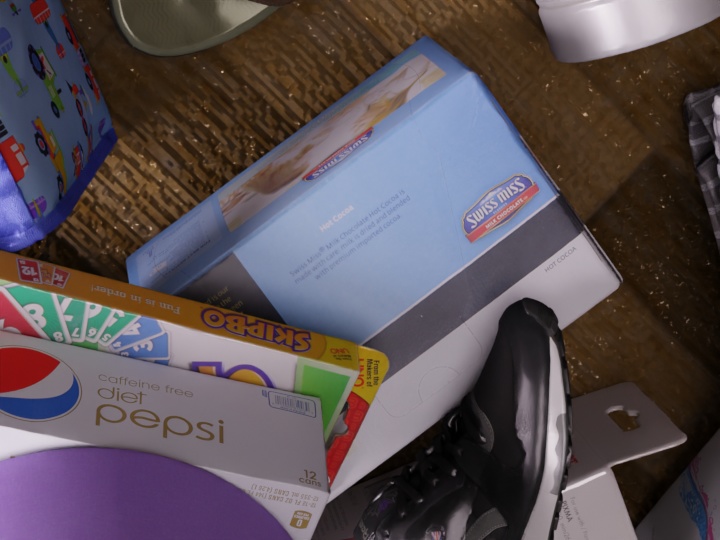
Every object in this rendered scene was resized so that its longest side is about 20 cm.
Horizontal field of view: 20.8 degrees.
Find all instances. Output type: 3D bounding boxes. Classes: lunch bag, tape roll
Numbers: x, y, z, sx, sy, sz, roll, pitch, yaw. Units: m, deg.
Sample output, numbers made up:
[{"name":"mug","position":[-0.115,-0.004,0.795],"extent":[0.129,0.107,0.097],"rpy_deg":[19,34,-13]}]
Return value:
[{"name":"lunch bag","position":[-0.177,-0.095,0.881],"extent":[0.094,0.200,0.151],"rpy_deg":[-25,104,-3]},{"name":"tape roll","position":[-0.111,0.172,0.793],"extent":[0.198,0.066,0.201],"rpy_deg":[-4,120,-7]}]

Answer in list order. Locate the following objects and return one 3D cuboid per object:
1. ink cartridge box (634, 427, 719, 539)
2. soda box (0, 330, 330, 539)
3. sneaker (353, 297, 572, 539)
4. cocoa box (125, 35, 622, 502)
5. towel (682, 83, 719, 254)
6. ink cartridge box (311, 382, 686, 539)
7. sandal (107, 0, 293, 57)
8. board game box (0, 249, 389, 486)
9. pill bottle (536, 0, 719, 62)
[{"name":"ink cartridge box","position":[0.234,0.162,0.985],"extent":[0.144,0.145,0.200],"rpy_deg":[22,131,-12]},{"name":"soda box","position":[-0.116,0.077,0.817],"extent":[0.199,0.064,0.068],"rpy_deg":[13,123,-13]},{"name":"sneaker","position":[0.043,0.109,0.898],"extent":[0.087,0.076,0.201],"rpy_deg":[7,106,-5]},{"name":"cocoa box","position":[0.000,0.000,0.960],"extent":[0.200,0.133,0.132],"rpy_deg":[-36,106,2]},{"name":"towel","position":[0.273,-0.040,1.020],"extent":[0.199,0.086,0.167],"rpy_deg":[-16,105,-6]},{"name":"ink cartridge box","position":[0.072,0.134,1.009],"extent":[0.199,0.117,0.068],"rpy_deg":[-22,105,-2]},{"name":"sandal","position":[-0.032,-0.169,0.960],"extent":[0.200,0.057,0.080],"rpy_deg":[-24,104,-3]},{"name":"board game box","position":[-0.093,0.053,0.857],"extent":[0.199,0.030,0.096],"rpy_deg":[14,124,-18]},{"name":"pill bottle","position":[0.108,-0.210,0.943],"extent":[0.113,0.114,0.201],"rpy_deg":[-20,104,-3]}]
